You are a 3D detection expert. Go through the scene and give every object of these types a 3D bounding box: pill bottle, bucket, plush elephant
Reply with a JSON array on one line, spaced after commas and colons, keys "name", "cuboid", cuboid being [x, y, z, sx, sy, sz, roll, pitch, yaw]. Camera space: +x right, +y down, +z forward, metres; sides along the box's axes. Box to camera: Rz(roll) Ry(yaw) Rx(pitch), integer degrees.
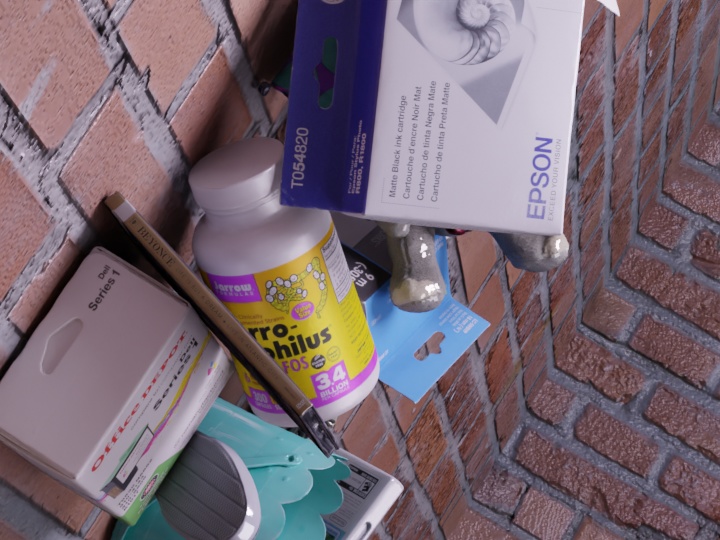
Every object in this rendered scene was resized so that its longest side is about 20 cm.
[{"name": "pill bottle", "cuboid": [-0.060, 0.007, 1.592, 0.104, 0.104, 0.200, -47, 128, -43]}, {"name": "bucket", "cuboid": [-0.117, 0.218, 1.903, 0.207, 0.135, 0.207, -55, 165, -22]}, {"name": "plush elephant", "cuboid": [0.088, -0.093, 1.669, 0.164, 0.200, 0.155, -10, 157, -29]}]

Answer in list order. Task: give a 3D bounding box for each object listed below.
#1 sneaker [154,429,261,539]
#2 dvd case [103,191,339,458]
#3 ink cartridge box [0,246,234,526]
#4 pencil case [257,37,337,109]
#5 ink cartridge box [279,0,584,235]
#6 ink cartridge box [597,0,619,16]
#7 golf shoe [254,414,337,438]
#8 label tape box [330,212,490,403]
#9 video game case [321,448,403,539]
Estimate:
[{"name": "sneaker", "cuboid": [-0.119, 0.158, 1.641, 0.073, 0.200, 0.071, -49, 128, 0]}, {"name": "dvd case", "cuboid": [-0.091, 0.039, 1.487, 0.016, 0.200, 0.149, -42, 164, -6]}, {"name": "ink cartridge box", "cuboid": [-0.172, 0.086, 1.530, 0.145, 0.084, 0.200, -57, 167, -10]}, {"name": "pencil case", "cuboid": [0.010, -0.196, 1.601, 0.200, 0.085, 0.092, -61, -155, 1]}, {"name": "ink cartridge box", "cuboid": [0.052, -0.131, 1.520, 0.041, 0.199, 0.200, -173, -92, -82]}, {"name": "ink cartridge box", "cuboid": [0.125, -0.277, 1.619, 0.067, 0.200, 0.117, -19, 174, 14]}, {"name": "golf shoe", "cuboid": [-0.071, 0.150, 2.069, 0.200, 0.078, 0.097, -54, -168, 22]}, {"name": "label tape box", "cuboid": [0.000, 0.000, 1.725, 0.144, 0.200, 0.063, -43, 159, -51]}, {"name": "video game case", "cuboid": [-0.068, 0.244, 2.063, 0.024, 0.200, 0.182, 43, 78, -32]}]
